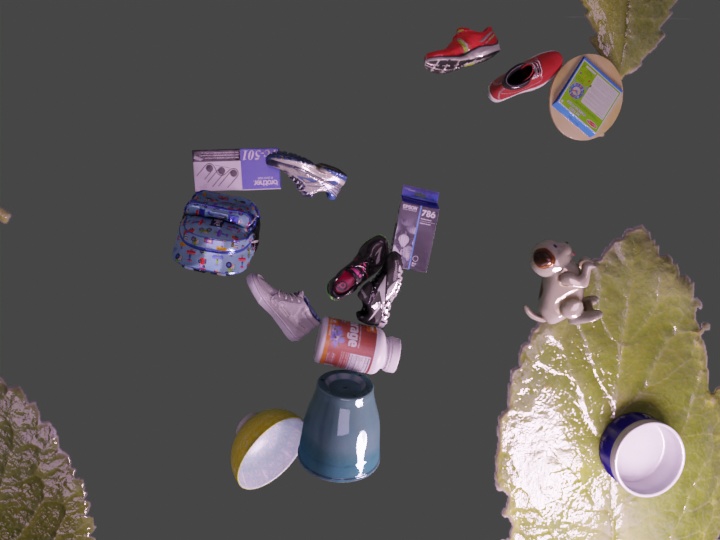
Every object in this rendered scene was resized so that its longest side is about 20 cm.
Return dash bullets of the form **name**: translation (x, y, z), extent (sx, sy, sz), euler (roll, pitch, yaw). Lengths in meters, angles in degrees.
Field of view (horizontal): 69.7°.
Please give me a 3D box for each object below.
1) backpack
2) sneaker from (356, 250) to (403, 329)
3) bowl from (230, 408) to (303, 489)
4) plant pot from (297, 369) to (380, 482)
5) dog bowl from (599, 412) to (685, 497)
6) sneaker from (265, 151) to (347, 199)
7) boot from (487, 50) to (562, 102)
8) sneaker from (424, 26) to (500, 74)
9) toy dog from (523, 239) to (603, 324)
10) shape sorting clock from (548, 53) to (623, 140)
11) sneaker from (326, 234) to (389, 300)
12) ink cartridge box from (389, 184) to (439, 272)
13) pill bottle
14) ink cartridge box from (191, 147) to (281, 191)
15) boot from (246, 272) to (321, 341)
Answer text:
- **backpack**: translation (-0.316, -0.076, 1.134), extent (0.179, 0.201, 0.137), euler (13, 114, -7)
- **sneaker**: translation (0.041, 0.047, 1.235), extent (0.089, 0.067, 0.203), euler (7, 113, -24)
- **bowl**: translation (-0.237, 0.403, 1.237), extent (0.107, 0.200, 0.202), euler (33, 92, 34)
- **plant pot**: translation (-0.044, 0.344, 1.199), extent (0.196, 0.200, 0.191), euler (3, 107, -6)
- **dog bowl**: translation (0.746, 0.487, 1.376), extent (0.196, 0.079, 0.204), euler (-1, 96, -6)
- **sneaker**: translation (-0.129, -0.213, 1.199), extent (0.197, 0.077, 0.086), euler (14, 108, -24)
- **boot**: translation (0.408, -0.467, 1.209), extent (0.198, 0.144, 0.073), euler (-28, 96, -4)
- **sneaker**: translation (0.233, -0.528, 1.227), extent (0.197, 0.077, 0.086), euler (-19, 93, -14)
- **toy dog**: translation (0.491, 0.019, 1.287), extent (0.192, 0.139, 0.203), euler (-16, 101, 33)
- **shape sorting clock**: translation (0.557, -0.427, 1.281), extent (0.196, 0.039, 0.204), euler (-2, 100, -12)
- **sneaker**: translation (0.000, 0.000, 1.244), extent (0.077, 0.084, 0.200), euler (42, 91, -9)
- **ink cartridge box**: translation (0.133, -0.103, 1.271), extent (0.098, 0.039, 0.204), euler (9, 94, -6)
- **pill bottle**: translation (-0.007, 0.185, 1.248), extent (0.196, 0.112, 0.114), euler (13, 95, -8)
- **ink cartridge box**: translation (-0.287, -0.235, 1.209), extent (0.196, 0.044, 0.096), euler (-3, 98, -6)
- **boot**: translation (-0.178, 0.069, 1.233), extent (0.095, 0.074, 0.201), euler (-33, 107, 12)
